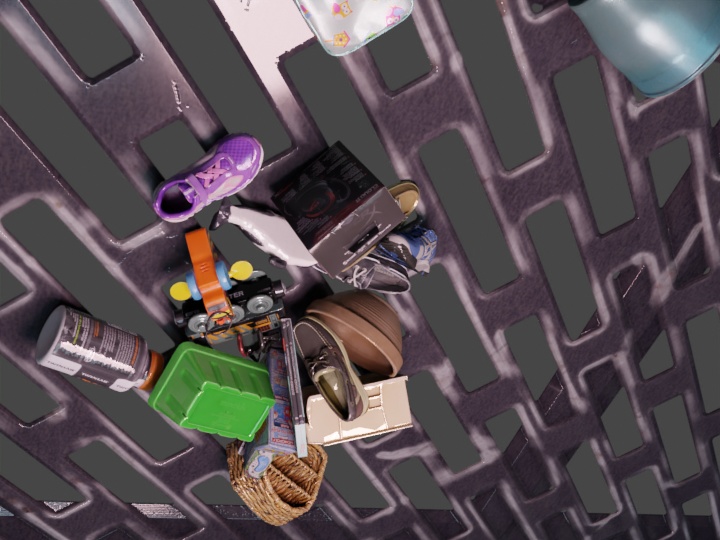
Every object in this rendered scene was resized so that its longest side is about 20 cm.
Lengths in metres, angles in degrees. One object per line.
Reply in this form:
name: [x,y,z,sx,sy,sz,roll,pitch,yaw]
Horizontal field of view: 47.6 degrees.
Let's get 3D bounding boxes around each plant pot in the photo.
plant pot: [0.412,-0.388,1.187,0.187,0.201,0.200,29,116,-17]
plant pot: [0.004,0.097,1.472,0.093,0.200,0.201,-55,133,-20]

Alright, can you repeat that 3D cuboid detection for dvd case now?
dvd case: [-0.116,0.205,1.422,0.022,0.201,0.146,-6,146,-6]

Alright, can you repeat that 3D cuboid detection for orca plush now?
orca plush: [-0.163,-0.050,1.344,0.199,0.106,0.071,11,159,-38]

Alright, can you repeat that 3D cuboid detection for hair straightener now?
hair straightener: [-0.176,0.138,1.452,0.076,0.041,0.200,-12,164,-8]

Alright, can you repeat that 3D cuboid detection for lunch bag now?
lunch bag: [-0.022,-0.403,1.100,0.160,0.077,0.200,-31,130,7]

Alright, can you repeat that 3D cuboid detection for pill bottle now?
pill bottle: [-0.437,0.142,1.388,0.199,0.107,0.106,28,116,-33]

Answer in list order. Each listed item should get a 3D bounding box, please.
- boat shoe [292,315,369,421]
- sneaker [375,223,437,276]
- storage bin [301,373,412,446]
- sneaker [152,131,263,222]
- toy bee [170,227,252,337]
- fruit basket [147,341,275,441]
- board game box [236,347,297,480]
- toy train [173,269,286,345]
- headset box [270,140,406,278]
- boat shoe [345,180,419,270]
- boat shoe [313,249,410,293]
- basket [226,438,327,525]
boat shoe: [-0.056,0.170,1.409,0.072,0.202,0.066,-34,175,21]
sneaker: [0.082,-0.046,1.386,0.077,0.075,0.200,-65,163,1]
storage bin: [-0.017,0.258,1.548,0.197,0.200,0.094,-10,88,-9]
sneaker: [-0.235,-0.135,1.229,0.199,0.089,0.081,-33,98,9]
toy bee: [-0.244,0.037,1.322,0.130,0.201,0.109,0,149,8]
fruit basket: [-0.278,0.206,1.452,0.215,0.216,0.156,27,100,-33]
board game box: [-0.178,0.286,1.523,0.061,0.200,0.201,19,121,-25]
toy train: [-0.220,0.073,1.422,0.199,0.086,0.114,-18,140,-3]
headset box: [-0.034,-0.092,1.250,0.148,0.200,0.075,-40,130,0]
boat shoe: [0.026,-0.072,1.370,0.200,0.063,0.073,-35,130,-9]
boat shoe: [0.000,0.000,1.437,0.199,0.068,0.072,17,121,-28]
basket: [-0.160,0.418,1.674,0.148,0.143,0.200,-29,131,8]
